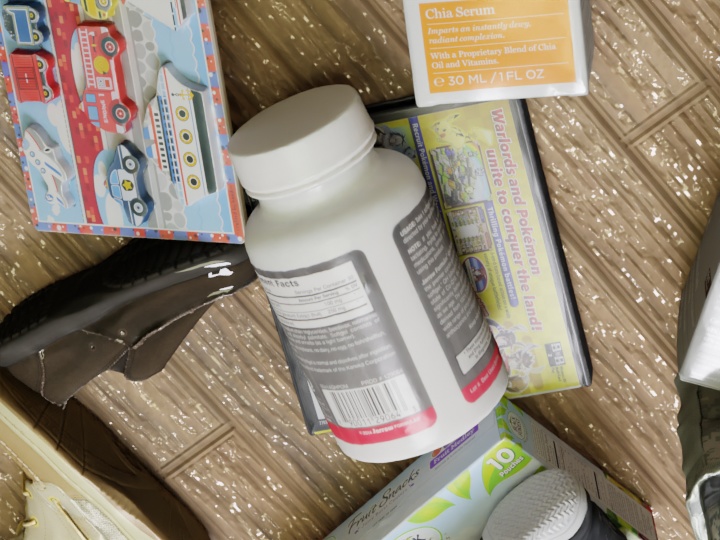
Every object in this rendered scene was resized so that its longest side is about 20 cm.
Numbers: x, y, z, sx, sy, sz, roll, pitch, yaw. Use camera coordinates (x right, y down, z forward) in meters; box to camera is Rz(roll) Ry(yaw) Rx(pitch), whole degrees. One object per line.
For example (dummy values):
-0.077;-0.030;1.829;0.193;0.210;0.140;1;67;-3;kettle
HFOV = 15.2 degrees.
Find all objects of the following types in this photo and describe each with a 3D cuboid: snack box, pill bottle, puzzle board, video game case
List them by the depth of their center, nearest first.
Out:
0.000;0.000;1.543;0.110;0.111;0.201;-18;112;16;pill bottle
-0.146;-0.112;1.550;0.150;0.017;0.201;4;115;30;puzzle board
0.030;-0.006;1.613;0.180;0.026;0.201;-11;114;13;video game case
0.066;0.184;1.674;0.142;0.053;0.200;37;115;-23;snack box

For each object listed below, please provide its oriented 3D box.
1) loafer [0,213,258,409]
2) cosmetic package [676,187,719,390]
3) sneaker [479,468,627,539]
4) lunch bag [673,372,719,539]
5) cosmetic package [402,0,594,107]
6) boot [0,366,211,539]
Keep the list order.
-0.131;0.024;1.626;0.199;0.073;0.071;-23;116;30;loafer
0.247;-0.034;1.526;0.090;0.107;0.201;14;116;1;cosmetic package
0.093;0.216;1.618;0.114;0.076;0.200;36;112;-21;sneaker
0.267;0.136;1.574;0.199;0.164;0.118;28;115;-7;lunch bag
0.070;-0.197;1.486;0.101;0.071;0.201;-4;115;10;cosmetic package
-0.210;0.165;1.701;0.155;0.073;0.200;-38;111;19;boot
